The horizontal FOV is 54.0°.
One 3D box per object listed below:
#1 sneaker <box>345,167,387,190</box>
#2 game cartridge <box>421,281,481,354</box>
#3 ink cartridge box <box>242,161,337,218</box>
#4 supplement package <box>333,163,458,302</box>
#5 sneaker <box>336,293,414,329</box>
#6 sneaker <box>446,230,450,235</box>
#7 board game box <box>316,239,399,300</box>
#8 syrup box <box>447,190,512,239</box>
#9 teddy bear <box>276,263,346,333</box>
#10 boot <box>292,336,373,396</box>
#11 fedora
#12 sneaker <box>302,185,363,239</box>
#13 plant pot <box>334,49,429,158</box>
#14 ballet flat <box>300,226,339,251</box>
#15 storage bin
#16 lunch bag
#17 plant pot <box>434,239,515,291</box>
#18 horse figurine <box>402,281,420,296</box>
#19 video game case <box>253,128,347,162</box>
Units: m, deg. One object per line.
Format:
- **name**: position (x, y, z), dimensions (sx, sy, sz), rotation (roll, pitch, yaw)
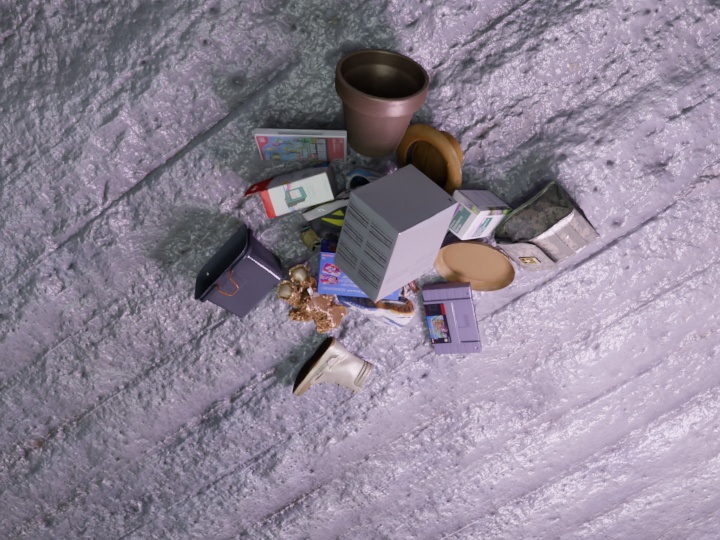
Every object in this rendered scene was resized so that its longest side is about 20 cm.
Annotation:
- **sneaker**: position (0.059, -0.185, 1.596), dimensions (0.197, 0.073, 0.073), rotation (11, 134, 17)
- **game cartridge**: position (0.230, 0.125, 1.789), dimensions (0.128, 0.039, 0.202), rotation (-7, 118, 15)
- **ink cartridge box**: position (-0.157, -0.178, 1.600), dimensions (0.197, 0.116, 0.068), rotation (-15, 109, 7)
- **supplement package**: position (0.070, -0.080, 1.494), dimensions (0.147, 0.190, 0.202), rotation (42, 138, 24)
- **sneaker**: position (0.030, 0.099, 1.729), dimensions (0.197, 0.076, 0.089), rotation (17, 135, -8)
- **sneaker**: position (0.122, -0.121, 1.656), dimensions (0.197, 0.076, 0.078), rotation (8, 121, -6)
- **board game box**: position (0.000, 0.000, 1.652), dimensions (0.196, 0.045, 0.136), rotation (5, 134, -4)
- **syrup box**: position (0.259, -0.127, 1.584), dimensions (0.081, 0.199, 0.079), rotation (42, 114, 20)
- **teddy bear**: position (-0.123, 0.069, 1.740), dimensions (0.198, 0.066, 0.147), rotation (23, 86, -36)
- **boot**: position (-0.075, 0.285, 1.864), dimensions (0.154, 0.072, 0.201), rotation (33, 112, -18)
- **fedora**: position (0.168, -0.246, 1.571), dimensions (0.081, 0.199, 0.203), rotation (-36, 119, -29)
- **sneaker**: position (-0.034, -0.129, 1.585), dimensions (0.198, 0.075, 0.085), rotation (-13, 114, 35)
- **plant pot**: position (0.036, -0.343, 1.500), dimensions (0.197, 0.202, 0.176), rotation (7, 136, -4)
- **ballet flat**: position (-0.050, -0.104, 1.665), dimensions (0.198, 0.071, 0.071), rotation (-26, 114, 16)
- **storage bin**: position (-0.285, 0.018, 1.698), dimensions (0.134, 0.146, 0.200), rotation (35, 112, -28)
- **lunch bag**: position (0.422, -0.083, 1.631), dimensions (0.199, 0.119, 0.163), rotation (-37, 139, 20)
- **plant pot**: position (0.274, -0.015, 1.690), dimensions (0.197, 0.028, 0.201), rotation (13, 149, 8)
- **horse figurine**: position (0.045, 0.028, 1.747), dimensions (0.197, 0.050, 0.134), rotation (-10, 122, 7)
- **video game case**: position (-0.128, -0.274, 1.554), dimensions (0.196, 0.143, 0.018), rotation (2, 77, -1)
